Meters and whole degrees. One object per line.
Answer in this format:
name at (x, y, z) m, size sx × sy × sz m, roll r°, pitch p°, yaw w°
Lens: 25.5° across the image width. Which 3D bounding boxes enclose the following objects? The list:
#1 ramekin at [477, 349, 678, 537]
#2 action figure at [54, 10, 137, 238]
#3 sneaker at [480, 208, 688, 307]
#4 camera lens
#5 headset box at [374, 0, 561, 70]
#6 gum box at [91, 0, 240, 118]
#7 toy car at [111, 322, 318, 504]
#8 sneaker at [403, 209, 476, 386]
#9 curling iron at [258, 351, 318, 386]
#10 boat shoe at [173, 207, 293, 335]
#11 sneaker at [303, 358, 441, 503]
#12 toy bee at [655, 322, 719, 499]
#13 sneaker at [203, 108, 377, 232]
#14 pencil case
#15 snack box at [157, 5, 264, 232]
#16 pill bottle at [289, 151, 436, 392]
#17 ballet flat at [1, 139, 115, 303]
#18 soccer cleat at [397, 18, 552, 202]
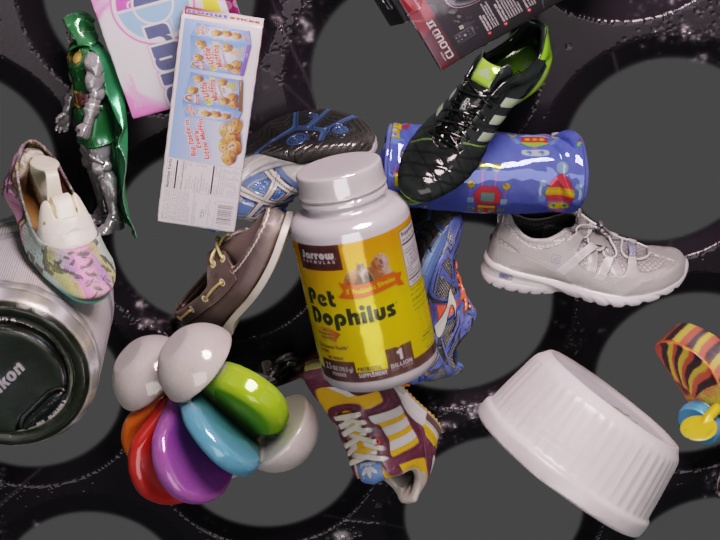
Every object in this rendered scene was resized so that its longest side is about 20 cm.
ramekin at (0.219, 0.161, 1.551) m, size 0.202 × 0.202 × 0.094 m, roll 34°, pitch 97°, yaw -17°
action figure at (-0.242, -0.135, 1.440) m, size 0.054 × 0.118 × 0.201 m, roll -13°, pitch 108°, yaw -25°
sneaker at (0.218, -0.018, 1.522) m, size 0.199 × 0.075 × 0.082 m, roll 3°, pitch 118°, yaw -3°
camera lens at (-0.312, 0.052, 1.467) m, size 0.159 × 0.200 × 0.161 m, roll -1°, pitch 117°, yaw -2°
headset box at (0.099, -0.283, 1.387) m, size 0.199 × 0.075 × 0.149 m, roll -30°, pitch 113°, yaw 12°
gum box at (-0.176, -0.248, 1.398) m, size 0.113 × 0.066 × 0.201 m, roll -14°, pitch 116°, yaw 6°
toy car at (-0.155, 0.154, 1.523) m, size 0.175 × 0.150 × 0.200 m, roll 44°, pitch 146°, yaw -25°
sneaker at (0.076, 0.024, 1.548) m, size 0.078 × 0.075 × 0.201 m, roll 1°, pitch 124°, yaw -13°
curling iron at (-0.023, 0.075, 1.547) m, size 0.200 × 0.049 × 0.026 m, roll -25°, pitch 75°, yaw 32°
boat shoe at (-0.120, 0.001, 1.495) m, size 0.059 × 0.072 × 0.200 m, roll 28°, pitch 140°, yaw -7°
sneaker at (0.011, 0.157, 1.555) m, size 0.075 × 0.090 × 0.200 m, roll -10°, pitch 145°, yaw 39°
toy bee at (0.381, 0.139, 1.588) m, size 0.200 × 0.109 × 0.131 m, roll 42°, pitch 64°, yaw -28°
sneaker at (-0.076, -0.093, 1.482) m, size 0.199 × 0.076 × 0.077 m, roll -13°, pitch 123°, yaw 15°
pencil case at (0.115, -0.097, 1.478) m, size 0.199 × 0.087 × 0.078 m, roll 2°, pitch 142°, yaw -2°
snack box at (-0.134, -0.131, 1.407) m, size 0.072 × 0.024 × 0.201 m, roll 9°, pitch 118°, yaw -3°
pill bottle at (0.000, 0.000, 1.426) m, size 0.109 × 0.109 × 0.201 m, roll -11°, pitch 109°, yaw 3°
ballet flat at (-0.274, -0.052, 1.424) m, size 0.069 × 0.200 × 0.071 m, roll -11°, pitch 130°, yaw -26°
soccer cleat at (0.099, -0.145, 1.409) m, size 0.067 × 0.200 × 0.081 m, roll 34°, pitch 160°, yaw 20°
